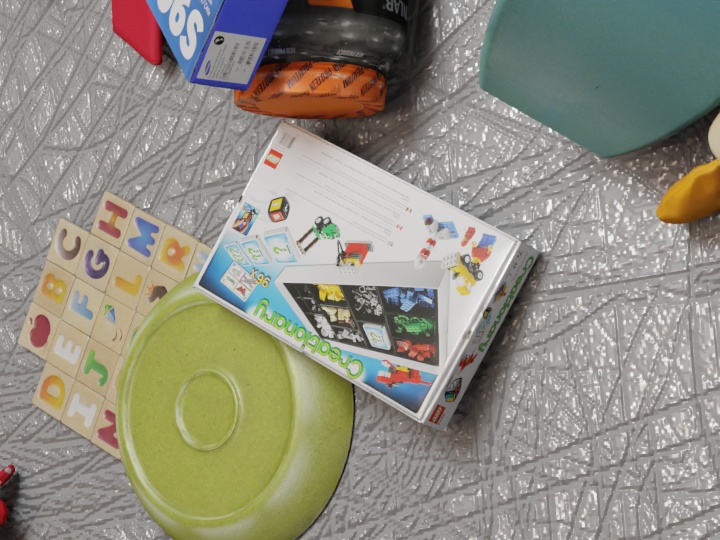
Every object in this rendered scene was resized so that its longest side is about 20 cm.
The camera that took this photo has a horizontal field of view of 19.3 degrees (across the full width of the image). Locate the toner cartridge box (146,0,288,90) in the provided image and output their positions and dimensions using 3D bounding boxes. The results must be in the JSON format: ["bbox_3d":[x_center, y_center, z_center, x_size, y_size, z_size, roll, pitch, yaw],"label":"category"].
[{"bbox_3d":[-0.102,-0.208,1.303,0.095,0.043,0.200,-62,38,30],"label":"toner cartridge box"}]

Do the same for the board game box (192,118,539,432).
[{"bbox_3d":[0.000,0.000,1.330,0.200,0.035,0.126,29,91,32],"label":"board game box"}]

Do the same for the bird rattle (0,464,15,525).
[{"bbox_3d":[-0.282,0.239,1.499,0.200,0.113,0.163,38,114,36],"label":"bird rattle"}]

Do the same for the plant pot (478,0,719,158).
[{"bbox_3d":[0.151,-0.161,1.146,0.141,0.141,0.200,-64,6,-33],"label":"plant pot"}]

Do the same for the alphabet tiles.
[{"bbox_3d":[-0.163,0.044,1.490,0.200,0.006,0.167,27,102,37],"label":"alphabet tiles"}]

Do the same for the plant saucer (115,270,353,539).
[{"bbox_3d":[-0.094,0.093,1.410,0.200,0.031,0.200,-4,83,35],"label":"plant saucer"}]

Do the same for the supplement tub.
[{"bbox_3d":[-0.030,-0.202,1.342,0.122,0.122,0.200,-3,83,38],"label":"supplement tub"}]

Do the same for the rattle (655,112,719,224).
[{"bbox_3d":[0.263,-0.010,1.130,0.200,0.130,0.143,37,121,7],"label":"rattle"}]

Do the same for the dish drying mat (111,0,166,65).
[{"bbox_3d":[-0.152,-0.246,1.452,0.077,0.018,0.200,41,137,49],"label":"dish drying mat"}]
